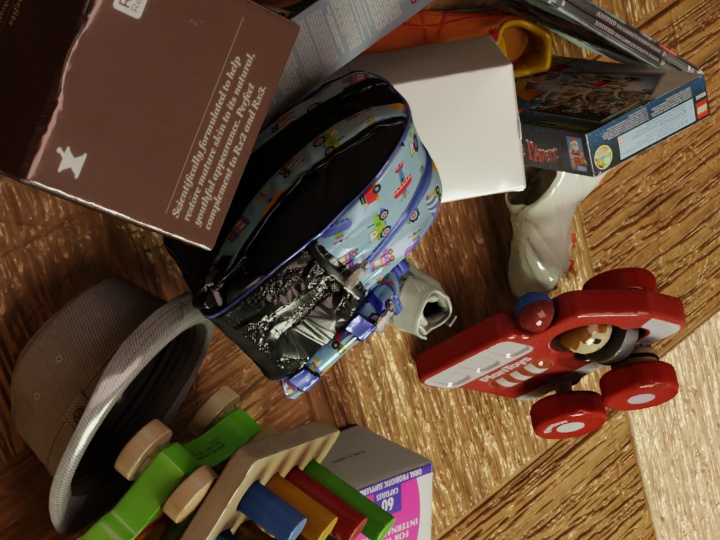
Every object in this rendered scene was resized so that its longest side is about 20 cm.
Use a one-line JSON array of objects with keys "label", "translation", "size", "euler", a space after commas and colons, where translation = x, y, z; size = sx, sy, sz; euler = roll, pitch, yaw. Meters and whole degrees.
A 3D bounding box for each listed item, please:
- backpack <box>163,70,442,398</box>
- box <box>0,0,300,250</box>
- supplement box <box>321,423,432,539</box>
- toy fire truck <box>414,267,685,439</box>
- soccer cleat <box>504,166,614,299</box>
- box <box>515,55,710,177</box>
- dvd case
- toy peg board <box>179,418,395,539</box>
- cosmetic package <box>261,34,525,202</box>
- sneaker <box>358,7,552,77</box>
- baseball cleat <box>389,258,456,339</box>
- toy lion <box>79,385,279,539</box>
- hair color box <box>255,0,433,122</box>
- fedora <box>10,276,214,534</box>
[{"label": "backpack", "translation": [-0.027, -0.036, 1.430], "size": [0.200, 0.183, 0.135], "euler": [-43, 119, 3]}, {"label": "box", "translation": [-0.184, -0.131, 1.337], "size": [0.164, 0.200, 0.166], "euler": [22, 90, -44]}, {"label": "supplement box", "translation": [-0.010, 0.246, 1.693], "size": [0.101, 0.103, 0.200], "euler": [-17, 117, -39]}, {"label": "toy fire truck", "translation": [0.167, 0.064, 1.731], "size": [0.168, 0.200, 0.112], "euler": [11, 61, -41]}, {"label": "soccer cleat", "translation": [0.151, -0.048, 1.728], "size": [0.078, 0.069, 0.200], "euler": [-6, 141, -24]}, {"label": "box", "translation": [0.162, -0.129, 1.646], "size": [0.137, 0.200, 0.038], "euler": [-28, 116, -32]}, {"label": "dvd case", "translation": [0.171, -0.209, 1.665], "size": [0.200, 0.146, 0.022], "euler": [24, 94, -44]}, {"label": "toy peg board", "translation": [-0.070, 0.228, 1.520], "size": [0.200, 0.098, 0.199], "euler": [-59, 167, 11]}, {"label": "cosmetic package", "translation": [0.017, -0.105, 1.546], "size": [0.200, 0.085, 0.108], "euler": [-10, 114, -7]}, {"label": "sneaker", "translation": [0.073, -0.178, 1.636], "size": [0.200, 0.077, 0.073], "euler": [-18, 117, -35]}, {"label": "baseball cleat", "translation": [0.000, 0.000, 1.611], "size": [0.200, 0.106, 0.070], "euler": [17, 98, -42]}, {"label": "toy lion", "translation": [-0.163, 0.190, 1.512], "size": [0.192, 0.069, 0.200], "euler": [-52, 170, 20]}, {"label": "hair color box", "translation": [-0.048, -0.186, 1.509], "size": [0.200, 0.099, 0.061], "euler": [-38, 125, -26]}, {"label": "fedora", "translation": [-0.191, 0.082, 1.459], "size": [0.177, 0.090, 0.200], "euler": [-35, 156, -58]}]
